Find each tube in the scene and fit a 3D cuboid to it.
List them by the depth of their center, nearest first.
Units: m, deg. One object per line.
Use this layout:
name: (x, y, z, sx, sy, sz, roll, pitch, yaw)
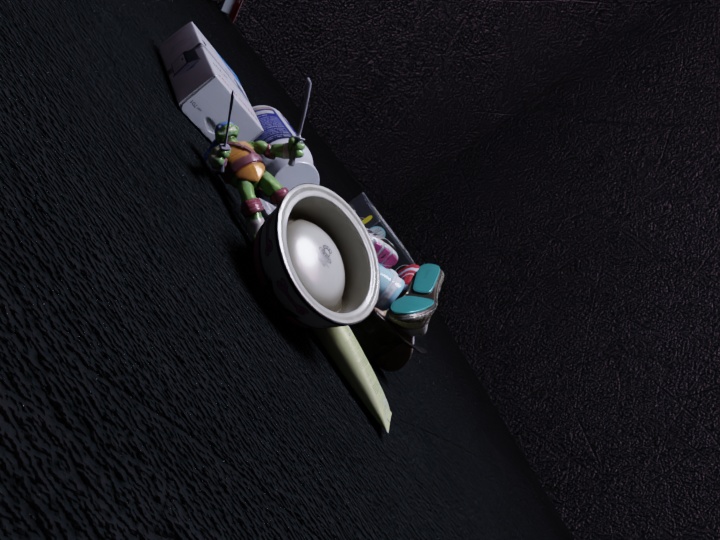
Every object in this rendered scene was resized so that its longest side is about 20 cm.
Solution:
tube: (-0.009, 0.143, 1.167, 0.052, 0.058, 0.202, -23, -78, 52)

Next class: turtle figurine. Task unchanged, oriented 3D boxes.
turtle figurine: (-0.142, -0.152, 1.146, 0.197, 0.198, 0.143, 64, 23, 5)

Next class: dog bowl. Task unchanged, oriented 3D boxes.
dog bowl: (-0.063, -0.011, 1.087, 0.199, 0.073, 0.203, 28, 49, -39)

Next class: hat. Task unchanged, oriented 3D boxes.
hat: (0.011, 0.103, 1.276, 0.199, 0.081, 0.201, 37, -4, 3)

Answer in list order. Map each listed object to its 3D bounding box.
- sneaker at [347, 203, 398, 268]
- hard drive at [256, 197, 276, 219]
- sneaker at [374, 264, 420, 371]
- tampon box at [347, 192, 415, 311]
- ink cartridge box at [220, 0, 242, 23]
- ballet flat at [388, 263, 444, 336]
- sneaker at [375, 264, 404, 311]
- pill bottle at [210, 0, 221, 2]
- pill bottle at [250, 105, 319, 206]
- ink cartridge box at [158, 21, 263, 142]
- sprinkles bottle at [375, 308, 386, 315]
sneaker: (-0.015, -0.071, 1.413, 0.197, 0.074, 0.089, 25, 43, -23)
hard drive: (-0.116, -0.041, 1.310, 0.141, 0.038, 0.200, 57, 8, 11)
sneaker: (0.077, 0.083, 1.431, 0.070, 0.202, 0.113, 18, 39, 4)
tampon box: (0.014, -0.026, 1.654, 0.200, 0.149, 0.127, 49, 8, -36)
ink cartridge box: (-0.462, -1.049, 2.951, 0.044, 0.202, 0.177, 17, 30, -26)
ballet flat: (0.094, 0.059, 1.264, 0.200, 0.067, 0.077, -52, 144, -60)
sneaker: (0.000, 0.000, 1.356, 0.130, 0.080, 0.200, 38, -6, -8)
pill bottle: (-0.525, -1.011, 2.687, 0.113, 0.111, 0.200, 57, 7, 21)
pill bottle: (-0.151, -0.199, 1.406, 0.116, 0.115, 0.201, 48, 5, -45)
ink cartridge box: (-0.262, -0.314, 1.380, 0.147, 0.085, 0.201, 48, 9, -46)
sprinkles bottle: (-0.032, 0.018, 1.472, 0.201, 0.068, 0.068, 54, 7, -15)
